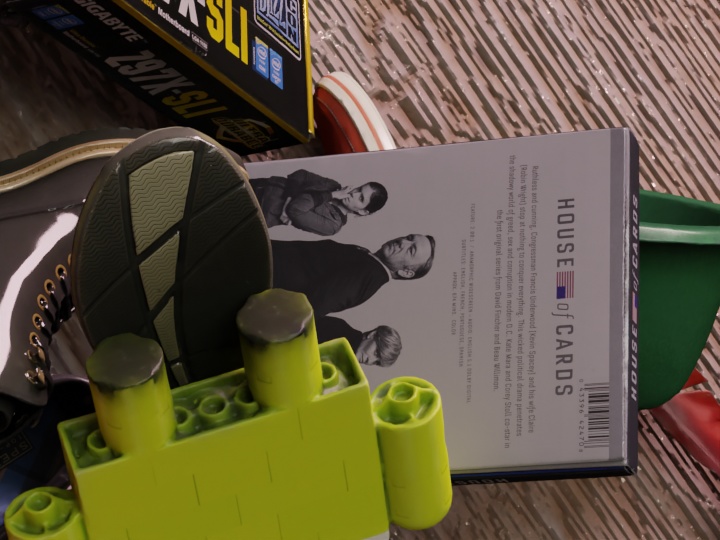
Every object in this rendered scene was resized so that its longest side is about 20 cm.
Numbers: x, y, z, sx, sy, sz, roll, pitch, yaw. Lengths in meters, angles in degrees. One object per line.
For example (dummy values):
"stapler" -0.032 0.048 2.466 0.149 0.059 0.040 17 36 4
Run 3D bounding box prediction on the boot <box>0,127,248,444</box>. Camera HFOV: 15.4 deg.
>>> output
"boot" -0.125 0.016 1.100 0.200 0.078 0.138 -11 44 -20

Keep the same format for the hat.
"hat" 0.111 0.054 1.242 0.200 0.166 0.177 9 99 15

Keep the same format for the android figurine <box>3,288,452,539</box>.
"android figurine" -0.051 0.100 1.081 0.182 0.200 0.041 -16 41 -11

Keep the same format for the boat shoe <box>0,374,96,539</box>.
"boat shoe" -0.178 0.103 1.071 0.200 0.066 0.070 -33 87 -34

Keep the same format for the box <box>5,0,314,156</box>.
"box" -0.086 -0.156 1.175 0.200 0.049 0.160 35 49 -58

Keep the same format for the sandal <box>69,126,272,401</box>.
"sandal" -0.072 0.020 1.072 0.080 0.201 0.057 -19 47 -8

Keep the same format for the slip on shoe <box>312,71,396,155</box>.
"slip on shoe" 0.000 0.000 1.213 0.061 0.074 0.200 -11 69 -2

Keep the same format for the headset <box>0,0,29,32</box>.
"headset" -0.162 -0.175 1.178 0.123 0.094 0.200 19 51 -21

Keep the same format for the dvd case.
"dvd case" 0.022 0.019 1.150 0.025 0.200 0.151 40 49 -63
